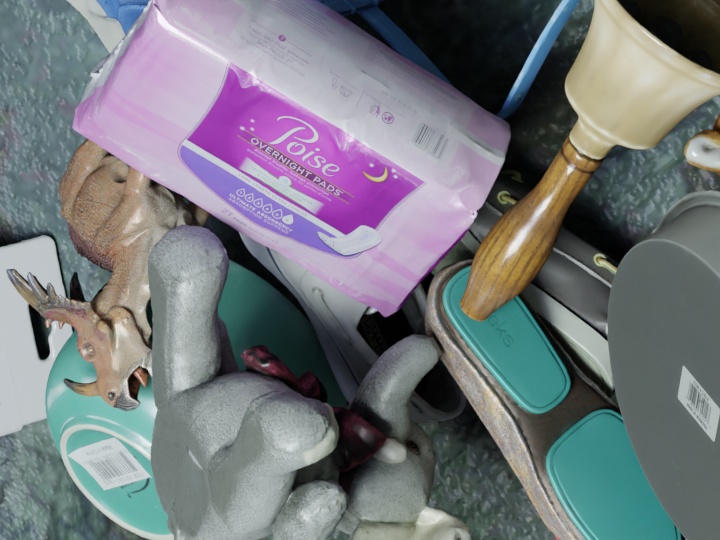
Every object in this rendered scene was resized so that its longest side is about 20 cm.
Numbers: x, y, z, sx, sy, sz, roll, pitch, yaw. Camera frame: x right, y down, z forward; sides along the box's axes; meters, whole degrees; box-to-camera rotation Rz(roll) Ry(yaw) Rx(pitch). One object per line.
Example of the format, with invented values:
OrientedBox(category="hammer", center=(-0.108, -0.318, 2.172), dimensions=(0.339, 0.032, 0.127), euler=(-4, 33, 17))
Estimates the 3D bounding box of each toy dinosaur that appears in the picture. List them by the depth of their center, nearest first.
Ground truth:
OrientedBox(category="toy dinosaur", center=(-0.133, -0.030, 1.629), dimensions=(0.086, 0.200, 0.136), euler=(33, 112, -24))

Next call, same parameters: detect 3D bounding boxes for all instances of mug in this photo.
OrientedBox(category="mug", center=(-0.099, 0.091, 1.687), dimensions=(0.152, 0.114, 0.186), euler=(23, 142, 23))

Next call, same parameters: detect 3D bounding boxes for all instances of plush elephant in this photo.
OrientedBox(category="plush elephant", center=(-0.019, 0.090, 1.544), dimensions=(0.165, 0.154, 0.201), euler=(50, 139, 44))

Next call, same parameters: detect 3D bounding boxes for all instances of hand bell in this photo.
OrientedBox(category="hand bell", center=(0.105, -0.053, 1.475), dimensions=(0.104, 0.104, 0.200), euler=(42, 120, 11))

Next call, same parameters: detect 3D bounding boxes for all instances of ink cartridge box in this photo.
OrientedBox(category="ink cartridge box", center=(-0.274, 0.051, 1.789), dimensions=(0.067, 0.199, 0.116), euler=(20, 122, 63))

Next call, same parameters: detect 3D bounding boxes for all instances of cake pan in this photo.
OrientedBox(category="cake pan", center=(0.179, 0.062, 1.456), dimensions=(0.200, 0.037, 0.201), euler=(49, 149, 45))

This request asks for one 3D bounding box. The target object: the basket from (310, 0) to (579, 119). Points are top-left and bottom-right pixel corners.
OrientedBox(category="basket", center=(0.037, -0.194, 1.511), dimensions=(0.200, 0.139, 0.177), euler=(47, 127, 16))

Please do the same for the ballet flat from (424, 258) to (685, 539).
OrientedBox(category="ballet flat", center=(0.099, 0.083, 1.559), dimensions=(0.201, 0.068, 0.067), euler=(59, 159, 5))

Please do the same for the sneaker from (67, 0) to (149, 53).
OrientedBox(category="sneaker", center=(-0.097, -0.169, 1.617), dimensions=(0.200, 0.076, 0.112), euler=(45, 128, 41))

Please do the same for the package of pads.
OrientedBox(category="package of pads", center=(-0.034, -0.073, 1.510), dimensions=(0.199, 0.076, 0.121), euler=(31, 141, -7))

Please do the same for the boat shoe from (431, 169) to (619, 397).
OrientedBox(category="boat shoe", center=(0.076, -0.016, 1.604), dimensions=(0.201, 0.061, 0.072), euler=(42, 160, 15))

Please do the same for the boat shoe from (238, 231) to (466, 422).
OrientedBox(category="boat shoe", center=(0.000, 0.000, 1.620), dimensions=(0.065, 0.074, 0.200), euler=(5, 137, 46))

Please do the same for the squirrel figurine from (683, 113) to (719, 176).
OrientedBox(category="squirrel figurine", center=(0.232, 0.001, 1.473), dimensions=(0.187, 0.141, 0.200), euler=(43, 121, 18))

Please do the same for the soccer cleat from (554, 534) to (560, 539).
OrientedBox(category="soccer cleat", center=(0.192, 0.117, 1.588), dimensions=(0.199, 0.067, 0.077), euler=(-15, 129, 29))
